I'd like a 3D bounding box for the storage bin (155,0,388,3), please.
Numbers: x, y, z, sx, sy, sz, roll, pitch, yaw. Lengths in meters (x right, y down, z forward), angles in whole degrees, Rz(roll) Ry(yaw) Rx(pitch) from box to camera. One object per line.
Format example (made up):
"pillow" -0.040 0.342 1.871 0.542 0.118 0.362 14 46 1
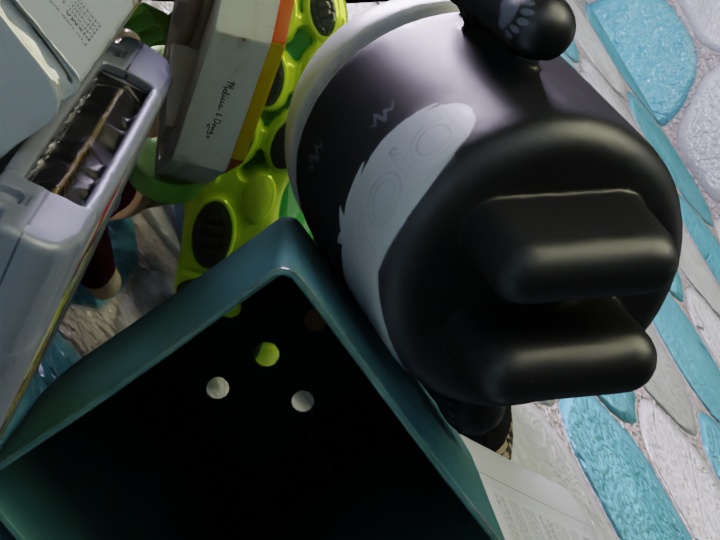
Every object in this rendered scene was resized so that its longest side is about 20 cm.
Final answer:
"storage bin" -0.059 -0.192 1.059 0.135 0.200 0.094 -1 96 -31

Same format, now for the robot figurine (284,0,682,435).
"robot figurine" 0.047 -0.028 0.758 0.125 0.150 0.200 37 10 -34

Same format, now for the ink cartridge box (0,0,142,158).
"ink cartridge box" -0.159 -0.086 0.723 0.083 0.146 0.200 52 17 -15

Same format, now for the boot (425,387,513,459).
"boot" 0.044 0.018 1.142 0.200 0.073 0.151 -118 -161 -45

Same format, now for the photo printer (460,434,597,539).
"photo printer" 0.078 0.176 1.042 0.200 0.069 0.166 31 33 -57

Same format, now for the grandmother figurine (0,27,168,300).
"grandmother figurine" -0.118 -0.046 0.888 0.200 0.061 0.121 -37 120 -80

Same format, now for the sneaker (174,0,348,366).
"sneaker" -0.052 -0.050 0.949 0.074 0.200 0.084 13 21 -2

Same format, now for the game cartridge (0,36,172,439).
"game cartridge" -0.119 0.004 0.697 0.041 0.133 0.200 29 23 -7

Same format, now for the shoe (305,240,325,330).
"shoe" 0.000 0.000 1.056 0.070 0.053 0.200 34 -33 48

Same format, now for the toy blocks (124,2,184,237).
"toy blocks" -0.055 -0.064 1.109 0.200 0.100 0.137 17 54 -64

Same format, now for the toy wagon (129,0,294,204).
"toy wagon" -0.056 -0.129 0.818 0.040 0.155 0.200 14 39 -13

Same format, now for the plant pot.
"plant pot" -0.041 0.065 0.805 0.141 0.141 0.200 53 9 -12
